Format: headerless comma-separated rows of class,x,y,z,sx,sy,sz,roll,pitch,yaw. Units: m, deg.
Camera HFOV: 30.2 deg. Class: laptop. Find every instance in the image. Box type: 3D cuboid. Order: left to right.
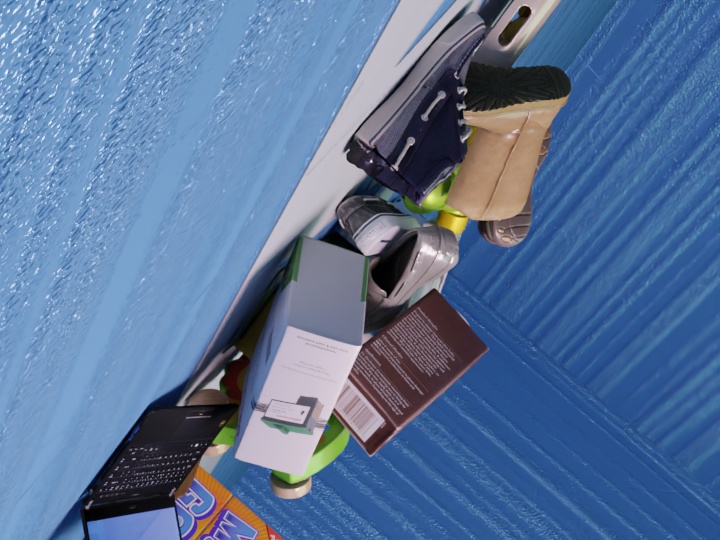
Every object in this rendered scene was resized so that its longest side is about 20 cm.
laptop,-0.195,0.246,1.381,0.201,0.103,0.177,-53,159,11

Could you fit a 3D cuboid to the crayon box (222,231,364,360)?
crayon box,-0.074,0.038,1.553,0.126,0.051,0.200,-53,175,22

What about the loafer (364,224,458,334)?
loafer,0.031,0.009,1.553,0.200,0.069,0.071,-43,-135,36

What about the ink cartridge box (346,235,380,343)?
ink cartridge box,-0.038,0.080,1.779,0.201,0.125,0.128,-53,175,22

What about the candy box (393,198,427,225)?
candy box,0.014,-0.007,1.956,0.168,0.071,0.200,-52,176,18

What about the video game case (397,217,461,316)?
video game case,0.081,0.020,1.718,0.200,0.022,0.185,-21,132,-74

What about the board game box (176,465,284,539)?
board game box,-0.251,0.395,1.699,0.201,0.199,0.200,-54,175,35

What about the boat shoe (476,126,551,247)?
boat shoe,0.181,-0.131,1.669,0.073,0.074,0.203,4,-102,60

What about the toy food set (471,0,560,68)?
toy food set,0.170,-0.284,1.462,0.144,0.060,0.200,-53,-177,20

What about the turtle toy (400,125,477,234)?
turtle toy,0.100,-0.126,1.592,0.201,0.100,0.147,-68,179,-60

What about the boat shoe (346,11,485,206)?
boat shoe,0.079,-0.152,1.283,0.200,0.092,0.075,-50,176,-16

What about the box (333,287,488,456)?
box,0.050,0.114,1.537,0.199,0.100,0.075,-34,169,-44

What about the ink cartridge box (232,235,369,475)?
ink cartridge box,-0.063,0.091,1.394,0.147,0.083,0.201,-85,-166,-51

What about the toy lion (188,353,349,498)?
toy lion,-0.091,0.158,1.551,0.191,0.198,0.069,-33,133,-41

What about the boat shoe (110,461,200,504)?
boat shoe,-0.231,0.231,1.544,0.200,0.062,0.074,-49,159,-67

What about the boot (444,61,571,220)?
boot,0.125,-0.130,1.434,0.201,0.172,0.067,109,-24,-52

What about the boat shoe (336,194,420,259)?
boat shoe,0.020,-0.060,1.573,0.072,0.071,0.200,-38,172,5
